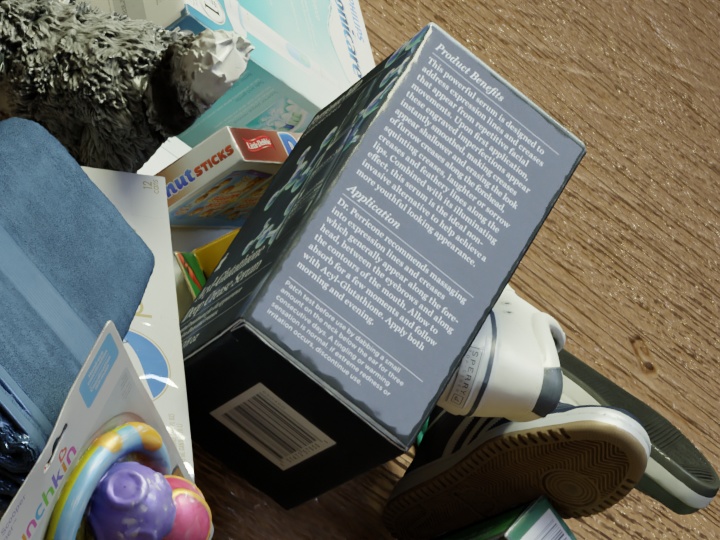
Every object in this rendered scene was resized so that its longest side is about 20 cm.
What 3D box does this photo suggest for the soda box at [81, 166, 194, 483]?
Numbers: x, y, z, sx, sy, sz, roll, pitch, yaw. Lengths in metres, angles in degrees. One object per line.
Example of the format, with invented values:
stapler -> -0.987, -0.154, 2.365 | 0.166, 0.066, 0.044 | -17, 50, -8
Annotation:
soda box -> -0.126, 0.041, 1.363 | 0.068, 0.064, 0.201 | 6, 46, -16

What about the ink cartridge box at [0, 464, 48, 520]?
ink cartridge box -> -0.194, 0.077, 1.215 | 0.200, 0.068, 0.116 | 52, 25, -10

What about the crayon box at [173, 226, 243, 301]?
crayon box -> -0.027, 0.036, 1.548 | 0.128, 0.051, 0.200 | 67, 17, 5

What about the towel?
towel -> -0.157, 0.014, 1.221 | 0.112, 0.048, 0.200 | 52, 25, -14

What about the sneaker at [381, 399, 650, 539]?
sneaker -> 0.095, 0.084, 1.546 | 0.070, 0.200, 0.109 | 41, 52, -18

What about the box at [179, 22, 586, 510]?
box -> 0.000, 0.000, 1.414 | 0.107, 0.148, 0.201 | 38, 62, -10

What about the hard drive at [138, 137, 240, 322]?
hard drive -> -0.108, -0.002, 1.525 | 0.132, 0.027, 0.201 | 36, 31, -38

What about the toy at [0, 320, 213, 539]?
toy -> -0.094, 0.123, 1.211 | 0.200, 0.047, 0.116 | 75, 36, -59

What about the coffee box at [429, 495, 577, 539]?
coffee box -> 0.111, 0.226, 1.535 | 0.201, 0.123, 0.044 | 54, 49, -8

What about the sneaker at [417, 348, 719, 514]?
sneaker -> 0.109, 0.118, 1.667 | 0.200, 0.121, 0.083 | 35, 14, 28

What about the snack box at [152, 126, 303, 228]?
snack box -> -0.047, -0.050, 1.578 | 0.200, 0.072, 0.024 | 0, 61, -63

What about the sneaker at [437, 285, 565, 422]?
sneaker -> 0.071, 0.039, 1.501 | 0.070, 0.073, 0.200 | 20, 18, -6

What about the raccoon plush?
raccoon plush -> -0.139, -0.125, 1.432 | 0.134, 0.200, 0.097 | 41, 51, -10

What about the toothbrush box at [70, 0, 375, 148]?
toothbrush box -> -0.078, -0.137, 1.676 | 0.200, 0.085, 0.147 | 31, 34, -43

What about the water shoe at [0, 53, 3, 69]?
water shoe -> -0.208, -0.076, 1.365 | 0.201, 0.079, 0.071 | 60, 25, 6
